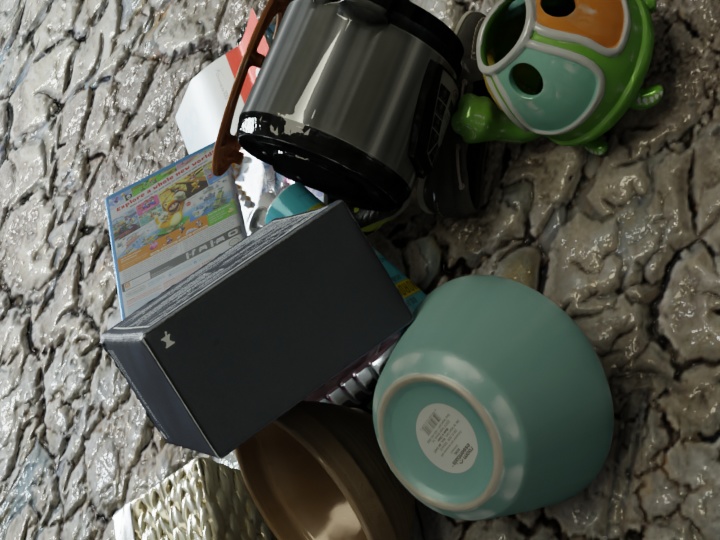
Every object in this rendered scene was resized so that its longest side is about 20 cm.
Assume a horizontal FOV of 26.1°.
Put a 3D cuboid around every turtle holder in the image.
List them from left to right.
[{"bbox_3d":[0.163,-0.183,1.348,0.185,0.131,0.142,-5,72,60],"label":"turtle holder"}]

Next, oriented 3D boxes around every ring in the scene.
[{"bbox_3d":[-0.097,-0.182,1.482,0.200,0.019,0.202,21,-90,-89],"label":"ring"}]

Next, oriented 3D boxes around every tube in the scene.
[{"bbox_3d":[0.000,0.000,1.411,0.200,0.077,0.051,40,125,15],"label":"tube"}]

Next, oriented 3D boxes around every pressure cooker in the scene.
[{"bbox_3d":[-0.003,-0.174,1.396,0.175,0.178,0.202,9,73,54],"label":"pressure cooker"}]

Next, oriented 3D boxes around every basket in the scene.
[{"bbox_3d":[-0.133,0.289,1.443,0.123,0.135,0.201,-42,44,23],"label":"basket"}]

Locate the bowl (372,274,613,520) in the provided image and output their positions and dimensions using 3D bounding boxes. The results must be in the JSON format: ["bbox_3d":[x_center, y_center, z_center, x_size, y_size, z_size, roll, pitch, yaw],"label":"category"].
[{"bbox_3d":[0.087,0.115,1.223,0.199,0.105,0.203,17,119,33],"label":"bowl"}]

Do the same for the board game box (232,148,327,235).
[{"bbox_3d":[-0.100,-0.044,1.544,0.199,0.026,0.202,-21,64,51],"label":"board game box"}]

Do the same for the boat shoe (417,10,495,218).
[{"bbox_3d":[0.107,-0.145,1.461,0.057,0.067,0.202,8,81,34],"label":"boat shoe"}]

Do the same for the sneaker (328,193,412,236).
[{"bbox_3d":[-0.015,-0.056,1.534,0.199,0.076,0.076,-16,61,46],"label":"sneaker"}]

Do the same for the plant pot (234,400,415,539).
[{"bbox_3d":[-0.016,0.186,1.361,0.092,0.202,0.200,-34,28,-27],"label":"plant pot"}]

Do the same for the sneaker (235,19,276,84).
[{"bbox_3d":[-0.062,-0.184,1.656,0.078,0.089,0.202,-48,56,56],"label":"sneaker"}]

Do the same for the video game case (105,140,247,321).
[{"bbox_3d":[-0.180,-0.028,1.541,0.142,0.018,0.201,-26,49,12],"label":"video game case"}]

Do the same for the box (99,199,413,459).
[{"bbox_3d":[-0.091,0.050,1.291,0.199,0.124,0.198,-35,8,-17],"label":"box"}]

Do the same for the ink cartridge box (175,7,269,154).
[{"bbox_3d":[-0.133,-0.154,1.651,0.161,0.047,0.200,68,153,22],"label":"ink cartridge box"}]

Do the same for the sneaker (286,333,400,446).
[{"bbox_3d":[-0.013,0.100,1.465,0.199,0.076,0.116,-38,40,15],"label":"sneaker"}]
